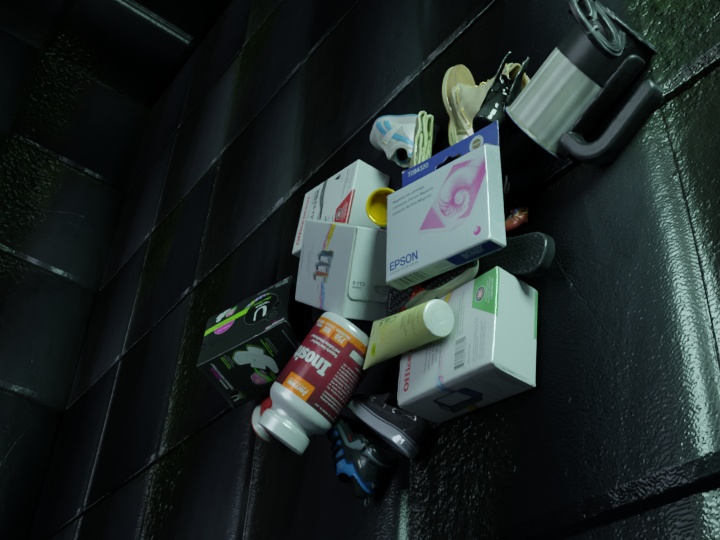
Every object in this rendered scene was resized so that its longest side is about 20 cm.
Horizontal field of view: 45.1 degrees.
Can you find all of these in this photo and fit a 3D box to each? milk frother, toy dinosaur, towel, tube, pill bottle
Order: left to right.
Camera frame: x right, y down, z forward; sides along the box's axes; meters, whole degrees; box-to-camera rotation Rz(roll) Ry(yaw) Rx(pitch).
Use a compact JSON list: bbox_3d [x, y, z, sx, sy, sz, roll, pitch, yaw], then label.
[{"bbox_3d":[-0.067,0.175,1.335,0.201,0.113,0.112,-55,25,-14],"label":"pill bottle"},{"bbox_3d":[0.057,0.088,1.223,0.058,0.053,0.199,-31,1,-31],"label":"tube"},{"bbox_3d":[0.096,-0.148,1.435,0.201,0.036,0.151,87,-170,-57],"label":"towel"},{"bbox_3d":[0.185,-0.080,1.329,0.182,0.103,0.203,-123,29,-49],"label":"toy dinosaur"},{"bbox_3d":[0.275,-0.257,1.145,0.189,0.198,0.182,-52,33,22],"label":"milk frother"}]

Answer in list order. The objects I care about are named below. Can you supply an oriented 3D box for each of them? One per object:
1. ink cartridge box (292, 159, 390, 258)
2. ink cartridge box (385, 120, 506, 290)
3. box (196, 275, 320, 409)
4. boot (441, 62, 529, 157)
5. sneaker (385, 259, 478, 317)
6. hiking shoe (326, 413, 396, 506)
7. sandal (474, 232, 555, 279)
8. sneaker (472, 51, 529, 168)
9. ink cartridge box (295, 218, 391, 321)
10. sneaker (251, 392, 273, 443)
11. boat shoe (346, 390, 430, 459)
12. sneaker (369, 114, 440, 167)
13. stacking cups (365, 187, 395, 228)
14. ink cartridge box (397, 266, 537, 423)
[{"bbox_3d":[-0.040,-0.106,1.700,0.199,0.083,0.147,-26,46,51],"label":"ink cartridge box"},{"bbox_3d":[0.115,-0.096,1.229,0.195,0.043,0.204,-25,55,42],"label":"ink cartridge box"},{"bbox_3d":[-0.183,0.134,1.619,0.198,0.125,0.150,-26,29,16],"label":"box"},{"bbox_3d":[0.208,-0.295,1.430,0.155,0.072,0.203,-39,38,41],"label":"boot"},{"bbox_3d":[0.124,0.029,1.280,0.199,0.092,0.071,-38,39,46],"label":"sneaker"},{"bbox_3d":[-0.024,0.282,1.352,0.088,0.074,0.199,-63,27,0],"label":"hiking shoe"},{"bbox_3d":[0.208,-0.013,1.215,0.200,0.047,0.077,5,76,63],"label":"sandal"},{"bbox_3d":[0.210,-0.228,1.314,0.105,0.059,0.201,-59,-18,-20],"label":"sneaker"},{"bbox_3d":[0.000,0.000,1.439,0.199,0.143,0.148,15,97,61],"label":"ink cartridge box"},{"bbox_3d":[-0.144,0.226,1.646,0.115,0.078,0.202,-33,36,17],"label":"sneaker"},{"bbox_3d":[0.042,0.216,1.307,0.066,0.070,0.199,-49,22,-10],"label":"boat shoe"},{"bbox_3d":[0.069,-0.240,1.631,0.199,0.076,0.082,7,75,64],"label":"sneaker"},{"bbox_3d":[0.045,-0.097,1.460,0.061,0.060,0.200,-63,-5,1],"label":"stacking cups"},{"bbox_3d":[0.144,0.107,1.189,0.199,0.087,0.148,-32,40,45],"label":"ink cartridge box"}]
